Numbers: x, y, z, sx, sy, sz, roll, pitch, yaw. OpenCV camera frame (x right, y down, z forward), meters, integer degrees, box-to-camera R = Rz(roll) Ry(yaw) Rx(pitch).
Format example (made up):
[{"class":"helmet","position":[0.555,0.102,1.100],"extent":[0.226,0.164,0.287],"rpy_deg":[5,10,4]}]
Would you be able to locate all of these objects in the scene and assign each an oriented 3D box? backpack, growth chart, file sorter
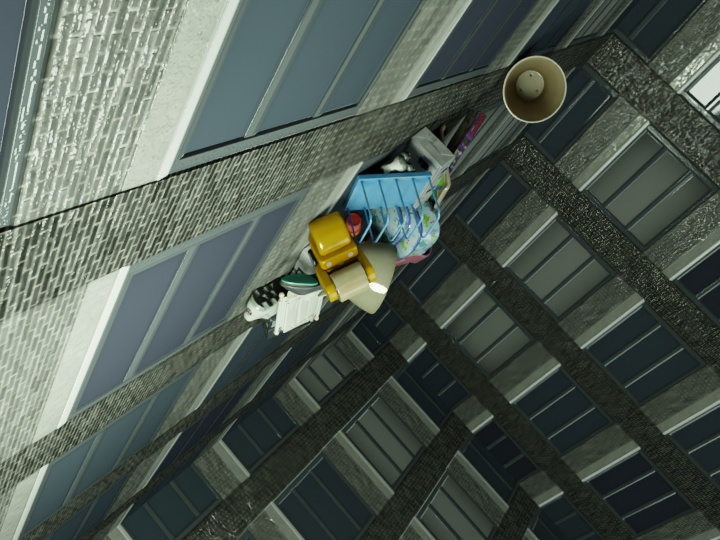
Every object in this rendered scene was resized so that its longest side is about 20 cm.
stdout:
[{"class":"backpack","position":[0.122,-0.141,1.798],"extent":[0.145,0.203,0.183],"rpy_deg":[-13,155,-37]},{"class":"growth chart","position":[-0.155,0.091,1.614],"extent":[0.199,0.018,0.147],"rpy_deg":[-19,131,-54]},{"class":"file sorter","position":[0.079,-0.150,1.520],"extent":[0.196,0.125,0.139],"rpy_deg":[-6,155,-21]}]

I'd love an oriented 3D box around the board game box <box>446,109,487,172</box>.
[{"class":"board game box","position":[0.290,-0.376,1.815],"extent":[0.202,0.032,0.120],"rpy_deg":[-57,-162,11]}]

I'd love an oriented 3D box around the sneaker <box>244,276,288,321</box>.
[{"class":"sneaker","position":[-0.228,0.078,1.599],"extent":[0.198,0.075,0.089],"rpy_deg":[-17,154,-53]}]

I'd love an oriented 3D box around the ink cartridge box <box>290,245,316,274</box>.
[{"class":"ink cartridge box","position":[-0.124,-0.009,1.681],"extent":[0.115,0.067,0.201],"rpy_deg":[-39,170,-35]}]

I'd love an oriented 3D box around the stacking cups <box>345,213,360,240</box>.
[{"class":"stacking cups","position":[-0.033,-0.101,1.753],"extent":[0.060,0.061,0.201],"rpy_deg":[-42,167,-17]}]

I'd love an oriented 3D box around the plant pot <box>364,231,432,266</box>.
[{"class":"plant pot","position":[0.115,-0.098,2.081],"extent":[0.177,0.203,0.199],"rpy_deg":[-30,180,32]}]

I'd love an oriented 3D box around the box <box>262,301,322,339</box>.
[{"class":"box","position":[-0.200,0.127,1.778],"extent":[0.157,0.044,0.200],"rpy_deg":[-19,164,-18]}]

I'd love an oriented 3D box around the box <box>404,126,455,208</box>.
[{"class":"box","position":[0.161,-0.271,1.652],"extent":[0.060,0.117,0.201],"rpy_deg":[-39,171,-29]}]

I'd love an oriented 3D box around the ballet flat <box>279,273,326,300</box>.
[{"class":"ballet flat","position":[-0.116,0.039,1.540],"extent":[0.197,0.074,0.073],"rpy_deg":[-14,153,-41]}]

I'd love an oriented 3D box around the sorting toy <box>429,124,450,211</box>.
[{"class":"sorting toy","position":[0.215,-0.286,1.774],"extent":[0.036,0.205,0.186],"rpy_deg":[1,162,-7]}]

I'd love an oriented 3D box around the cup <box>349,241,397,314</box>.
[{"class":"cup","position":[0.000,0.000,1.716],"extent":[0.200,0.141,0.204],"rpy_deg":[-159,-90,-80]}]

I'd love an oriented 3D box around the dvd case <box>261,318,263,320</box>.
[{"class":"dvd case","position":[-0.205,0.073,1.862],"extent":[0.149,0.016,0.199],"rpy_deg":[-49,171,24]}]

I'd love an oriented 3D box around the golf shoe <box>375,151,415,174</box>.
[{"class":"golf shoe","position":[0.073,-0.240,1.585],"extent":[0.093,0.079,0.200],"rpy_deg":[-21,166,-12]}]

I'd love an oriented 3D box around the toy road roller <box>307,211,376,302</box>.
[{"class":"toy road roller","position":[-0.057,-0.042,1.459],"extent":[0.121,0.201,0.148],"rpy_deg":[-24,137,-9]}]

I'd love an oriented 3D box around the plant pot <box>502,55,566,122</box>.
[{"class":"plant pot","position":[0.532,-0.568,1.920],"extent":[0.188,0.187,0.200],"rpy_deg":[-47,-175,21]}]
